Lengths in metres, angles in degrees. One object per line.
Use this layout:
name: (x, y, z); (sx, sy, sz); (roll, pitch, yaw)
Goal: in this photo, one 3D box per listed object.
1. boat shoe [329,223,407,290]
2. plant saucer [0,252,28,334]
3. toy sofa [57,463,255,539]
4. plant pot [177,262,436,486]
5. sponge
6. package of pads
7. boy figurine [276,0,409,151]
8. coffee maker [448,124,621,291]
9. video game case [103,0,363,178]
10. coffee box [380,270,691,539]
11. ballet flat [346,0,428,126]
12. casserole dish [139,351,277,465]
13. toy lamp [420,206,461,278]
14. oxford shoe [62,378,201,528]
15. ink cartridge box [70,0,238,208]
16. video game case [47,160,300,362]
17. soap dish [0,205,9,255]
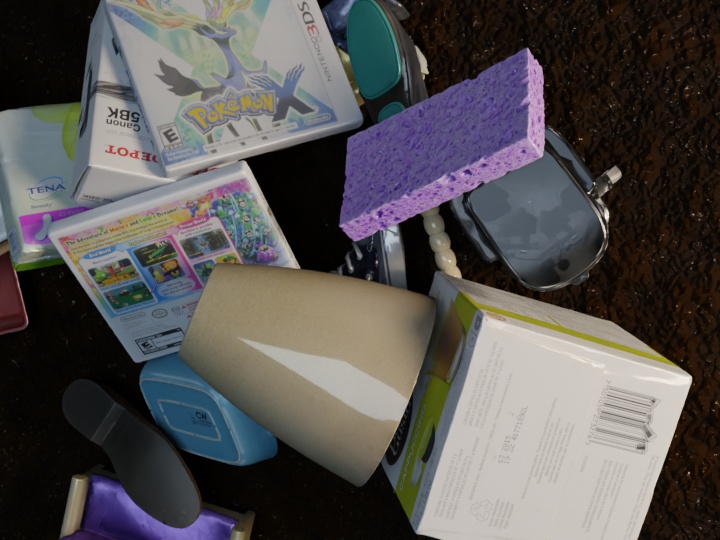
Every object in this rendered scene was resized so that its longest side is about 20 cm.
boat shoe: (0.000, 0.000, 1.139); (0.092, 0.075, 0.201); (-7, 95, 4)
plant saucer: (-0.474, -0.015, 1.248); (0.199, 0.037, 0.200); (-13, 93, 11)
toy sofa: (-0.221, 0.283, 1.201); (0.199, 0.098, 0.083); (16, 99, 10)
plant pot: (-0.058, 0.074, 1.029); (0.199, 0.187, 0.188); (23, 100, -5)
sponge: (0.067, -0.106, 0.969); (0.200, 0.112, 0.030); (-23, 133, 32)
package of pads: (-0.262, -0.094, 1.123); (0.199, 0.068, 0.155); (-11, 76, -24)
boy figurine: (-0.043, -0.208, 1.134); (0.124, 0.064, 0.200); (42, 98, 1)
coffee maker: (0.142, -0.075, 1.042); (0.192, 0.200, 0.135); (32, 100, 6)
video game case: (-0.118, -0.195, 1.055); (0.199, 0.022, 0.183); (-17, 78, -19)
coffee box: (0.149, 0.137, 1.039); (0.199, 0.198, 0.200); (16, 99, -12)
ballet flat: (0.040, -0.166, 1.079); (0.073, 0.073, 0.201); (-18, 82, 12)
casserole dish: (-0.163, 0.143, 1.146); (0.200, 0.039, 0.122); (3, 120, 47)
toy lamp: (0.071, -0.060, 1.132); (0.058, 0.058, 0.201); (-16, 95, 12)
oxford shoe: (-0.229, 0.190, 1.193); (0.071, 0.071, 0.200); (-47, 71, 7)
ink cartridge box: (-0.193, -0.157, 1.086); (0.146, 0.083, 0.201); (10, 66, -23)
video game case: (-0.166, -0.003, 1.073); (0.199, 0.024, 0.182); (-16, 129, 11)
soap dish: (-0.430, -0.098, 1.172); (0.157, 0.081, 0.201); (-26, 91, 12)
